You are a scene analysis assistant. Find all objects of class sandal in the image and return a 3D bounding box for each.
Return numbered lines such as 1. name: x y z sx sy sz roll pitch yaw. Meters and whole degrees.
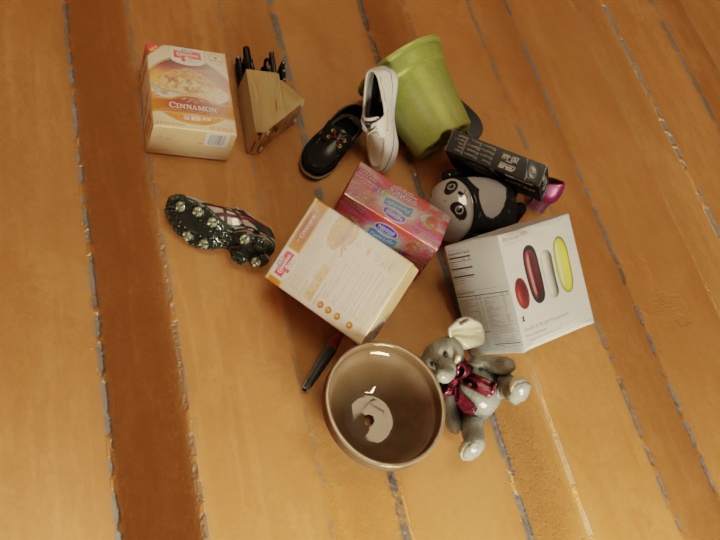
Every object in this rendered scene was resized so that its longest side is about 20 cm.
1. sandal: 0.194 -0.341 2.051 0.075 0.043 0.201 -6 50 -39

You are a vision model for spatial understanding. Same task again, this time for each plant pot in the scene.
1. plant pot: 0.027 0.222 1.504 0.197 0.093 0.205 9 60 -16
2. plant pot: 0.123 -0.334 1.920 0.199 0.200 0.186 -26 81 -38

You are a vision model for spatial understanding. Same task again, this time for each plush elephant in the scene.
1. plush elephant: 0.164 0.173 1.580 0.154 0.165 0.201 35 18 -17

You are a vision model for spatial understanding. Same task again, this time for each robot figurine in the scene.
1. robot figurine: 0.221 -0.118 1.837 0.197 0.127 0.150 -4 19 -29

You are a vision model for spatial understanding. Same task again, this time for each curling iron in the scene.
1. curling iron: -0.039 0.130 1.590 0.049 0.026 0.200 37 48 6

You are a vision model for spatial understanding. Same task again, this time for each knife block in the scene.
1. knife block: -0.203 -0.336 1.822 0.175 0.064 0.200 39 49 4

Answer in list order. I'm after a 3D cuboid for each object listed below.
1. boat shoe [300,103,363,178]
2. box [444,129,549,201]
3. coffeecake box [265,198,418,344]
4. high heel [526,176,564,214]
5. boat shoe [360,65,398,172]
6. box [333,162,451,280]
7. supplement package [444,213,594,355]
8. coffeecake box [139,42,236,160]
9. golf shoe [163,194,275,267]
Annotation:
1. boat shoe: -0.051 -0.252 1.840 0.073 0.063 0.202 38 50 0
2. box: 0.270 -0.204 1.879 0.197 0.160 0.044 23 89 13
3. coffeecake box: -0.030 0.004 1.575 0.198 0.073 0.155 34 89 15
4. high heel: 0.322 -0.201 1.969 0.198 0.097 0.068 29 48 -5
5. boat shoe: 0.032 -0.286 1.832 0.071 0.204 0.065 19 22 35
6. box: 0.051 -0.089 1.746 0.198 0.103 0.095 31 48 -4
7. supplement package: 0.283 0.024 1.704 0.189 0.146 0.204 -17 94 -35
8. coffeecake box: -0.314 -0.306 1.736 0.151 0.073 0.203 3 55 -24
9. golf shoe: -0.236 -0.075 1.621 0.197 0.078 0.089 27 28 -10
